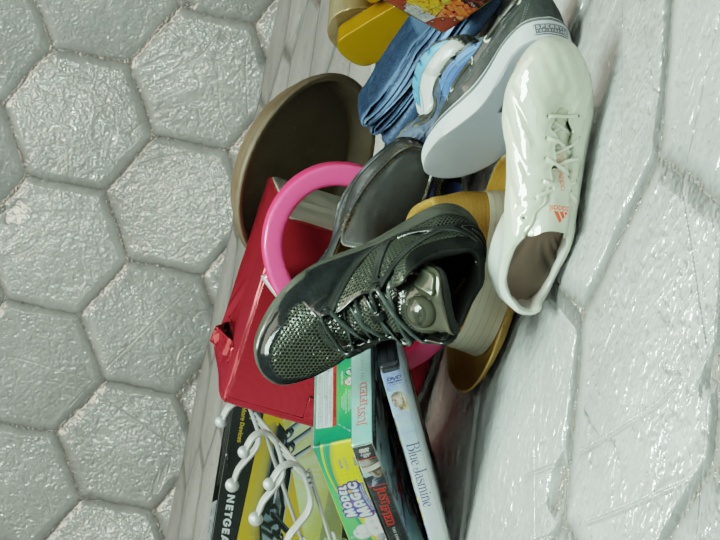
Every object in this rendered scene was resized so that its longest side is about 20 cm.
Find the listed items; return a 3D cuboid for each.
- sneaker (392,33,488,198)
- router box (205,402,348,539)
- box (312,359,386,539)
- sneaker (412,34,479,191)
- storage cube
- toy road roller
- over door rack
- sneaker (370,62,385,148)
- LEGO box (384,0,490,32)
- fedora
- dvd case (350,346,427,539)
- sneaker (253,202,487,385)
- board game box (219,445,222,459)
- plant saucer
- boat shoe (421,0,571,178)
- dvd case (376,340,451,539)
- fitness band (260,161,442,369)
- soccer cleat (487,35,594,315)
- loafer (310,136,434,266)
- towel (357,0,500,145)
[{"bbox_3d":[0.097,-0.130,1.606,0.075,0.078,0.201,-32,-18,-50],"label":"sneaker"},{"bbox_3d":[-0.064,0.205,1.881,0.052,0.156,0.202,139,140,-74],"label":"router box"},{"bbox_3d":[0.006,0.174,1.624,0.118,0.048,0.201,-89,-17,-49],"label":"box"},{"bbox_3d":[0.081,-0.115,1.694,0.087,0.074,0.201,-108,24,-48],"label":"sneaker"},{"bbox_3d":[-0.027,0.036,1.755,0.171,0.198,0.181,-113,41,-73],"label":"storage cube"},{"bbox_3d":[0.022,-0.311,1.842,0.199,0.146,0.124,-29,42,36],"label":"toy road roller"},{"bbox_3d":[-0.060,0.226,1.693,0.201,0.066,0.148,61,171,-29],"label":"over door rack"},{"bbox_3d":[0.057,-0.184,1.879,0.099,0.070,0.202,119,153,-56],"label":"sneaker"},{"bbox_3d":[0.096,-0.332,1.639,0.149,0.077,0.202,-31,45,46],"label":"LEGO box"},{"bbox_3d":[0.075,-0.003,1.525,0.201,0.081,0.203,-169,90,-79],"label":"fedora"},{"bbox_3d":[0.025,0.152,1.562,0.147,0.022,0.201,-90,-15,-46],"label":"dvd case"},{"bbox_3d":[0.008,0.028,1.399,0.077,0.198,0.114,60,-177,-18],"label":"sneaker"},{"bbox_3d":[-0.082,0.282,1.930,0.064,0.146,0.202,131,149,-65],"label":"board game box"},{"bbox_3d":[-0.059,-0.101,1.856,0.029,0.199,0.202,28,113,33],"label":"plant saucer"},{"bbox_3d":[0.107,-0.146,1.511,0.200,0.068,0.057,-50,40,48],"label":"boat shoe"},{"bbox_3d":[0.041,0.122,1.516,0.143,0.017,0.202,-97,-8,-62],"label":"dvd case"},{"bbox_3d":[0.000,0.000,1.636,0.143,0.200,0.037,-42,13,-4],"label":"fitness band"},{"bbox_3d":[0.132,-0.065,1.344,0.078,0.069,0.202,-110,25,-62],"label":"soccer cleat"},{"bbox_3d":[0.007,-0.018,1.576,0.201,0.072,0.072,-62,16,1],"label":"loafer"},{"bbox_3d":[0.065,-0.216,1.744,0.201,0.048,0.112,-55,17,20],"label":"towel"}]
